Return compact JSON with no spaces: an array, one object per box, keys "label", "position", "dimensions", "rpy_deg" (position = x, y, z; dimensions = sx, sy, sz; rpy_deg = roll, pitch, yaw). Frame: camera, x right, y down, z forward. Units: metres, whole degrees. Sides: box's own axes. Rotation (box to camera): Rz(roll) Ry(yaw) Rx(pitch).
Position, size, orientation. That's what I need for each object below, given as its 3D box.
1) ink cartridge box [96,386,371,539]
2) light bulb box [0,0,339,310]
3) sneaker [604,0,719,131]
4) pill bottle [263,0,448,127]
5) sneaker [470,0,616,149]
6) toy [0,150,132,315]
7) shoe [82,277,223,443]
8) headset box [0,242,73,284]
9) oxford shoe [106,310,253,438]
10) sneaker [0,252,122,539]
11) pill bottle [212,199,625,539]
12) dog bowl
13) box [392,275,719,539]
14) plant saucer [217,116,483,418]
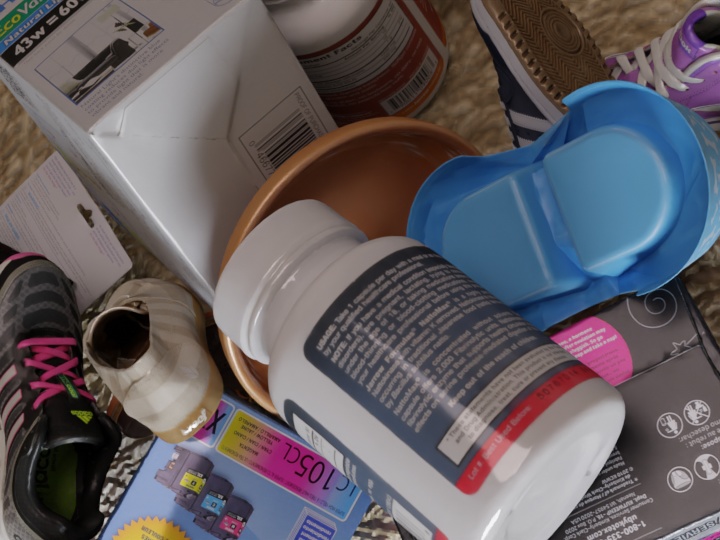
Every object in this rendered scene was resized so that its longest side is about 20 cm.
[{"label":"ink cartridge box","position":[-0.093,0.181,0.838],"dimensions":[0.136,0.076,0.200],"rpy_deg":[29,86,0]},{"label":"light bulb box","position":[-0.115,-0.091,0.856],"dimensions":[0.125,0.198,0.200],"rpy_deg":[-41,43,-10]},{"label":"sneaker","position":[0.179,-0.123,0.834],"dimensions":[0.200,0.114,0.073],"rpy_deg":[-14,70,18]},{"label":"pill bottle","position":[-0.023,-0.175,0.882],"dimensions":[0.112,0.200,0.112],"rpy_deg":[-7,70,20]},{"label":"sneaker","position":[0.111,-0.076,0.823],"dimensions":[0.200,0.070,0.108],"rpy_deg":[51,138,-4]},{"label":"toy","position":[-0.251,0.023,0.996],"dimensions":[0.200,0.047,0.115],"rpy_deg":[-41,66,11]},{"label":"shoe","position":[-0.131,0.039,0.831],"dimensions":[0.070,0.053,0.200],"rpy_deg":[-49,25,0]},{"label":"headset box","position":[-0.312,-0.005,0.892],"dimensions":[0.149,0.200,0.077],"rpy_deg":[24,89,28]},{"label":"oxford shoe","position":[-0.078,0.062,0.901],"dimensions":[0.200,0.071,0.073],"rpy_deg":[-34,69,8]},{"label":"sneaker","position":[-0.192,0.086,0.860],"dimensions":[0.087,0.074,0.200],"rpy_deg":[-9,80,45]},{"label":"pill bottle","position":[0.023,0.053,0.703],"dimensions":[0.200,0.120,0.120],"rpy_deg":[39,90,25]},{"label":"dog bowl","position":[0.114,-0.028,0.748],"dimensions":[0.200,0.050,0.112],"rpy_deg":[-28,78,41]},{"label":"box","position":[0.126,0.115,0.776],"dimensions":[0.200,0.115,0.132],"rpy_deg":[-28,67,12]},{"label":"plant saucer","position":[0.000,0.000,0.827],"dimensions":[0.200,0.200,0.037],"rpy_deg":[-51,40,0]}]
